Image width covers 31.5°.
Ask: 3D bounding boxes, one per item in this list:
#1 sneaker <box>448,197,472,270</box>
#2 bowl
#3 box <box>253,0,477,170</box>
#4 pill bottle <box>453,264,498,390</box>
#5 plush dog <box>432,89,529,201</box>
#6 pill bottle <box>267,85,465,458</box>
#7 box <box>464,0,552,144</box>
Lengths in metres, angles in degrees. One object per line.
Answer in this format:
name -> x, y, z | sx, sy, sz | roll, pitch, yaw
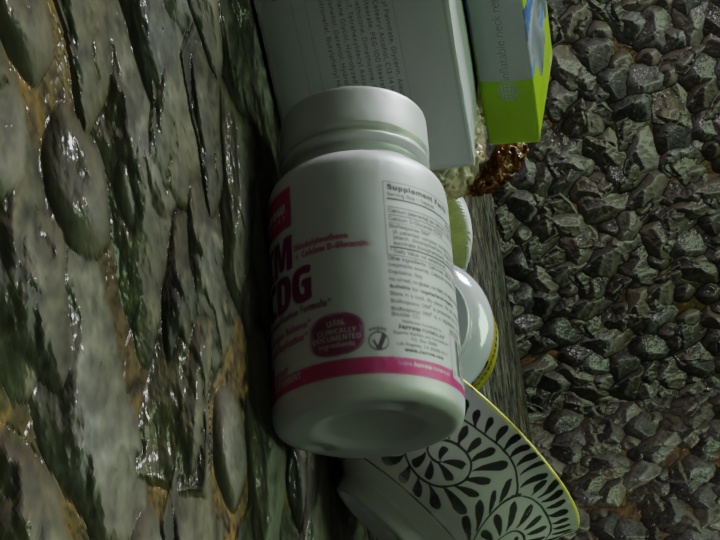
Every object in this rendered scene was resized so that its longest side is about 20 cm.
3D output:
sneaker -> 0.090, -0.088, 1.475 | 0.114, 0.074, 0.203 | -48, 127, -74
bowl -> 0.044, 0.145, 0.881 | 0.200, 0.094, 0.201 | 41, -16, 14
box -> 0.008, -0.191, 0.914 | 0.200, 0.129, 0.203 | -76, 157, -64
pill bottle -> 0.054, 0.051, 1.029 | 0.200, 0.110, 0.114 | 43, 40, -79
plush dog -> 0.057, -0.141, 1.118 | 0.161, 0.197, 0.174 | 115, -21, -67
pill bottle -> 0.000, 0.000, 0.767 | 0.114, 0.112, 0.203 | 64, 21, -62
box -> 0.109, -0.212, 0.955 | 0.123, 0.047, 0.202 | -74, 157, -45
